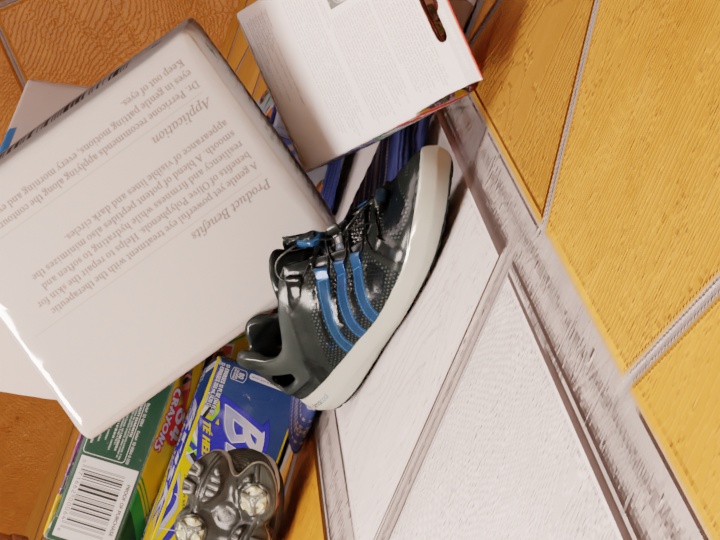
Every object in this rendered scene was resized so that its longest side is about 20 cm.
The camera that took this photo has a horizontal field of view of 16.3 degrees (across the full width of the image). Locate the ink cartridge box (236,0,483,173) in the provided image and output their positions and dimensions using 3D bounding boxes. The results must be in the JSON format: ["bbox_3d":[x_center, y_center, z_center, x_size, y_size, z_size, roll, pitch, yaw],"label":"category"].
[{"bbox_3d":[0.011,-0.138,1.484,0.050,0.109,0.200,-24,1,-35],"label":"ink cartridge box"}]

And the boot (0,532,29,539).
[{"bbox_3d":[-0.223,0.230,1.930,0.077,0.155,0.200,123,166,-54],"label":"boot"}]

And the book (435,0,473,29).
[{"bbox_3d":[-0.007,-0.183,1.673,0.200,0.133,0.048,-170,104,-80],"label":"book"}]

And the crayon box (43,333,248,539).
[{"bbox_3d":[-0.135,0.120,1.758,0.173,0.058,0.201,53,-125,-66],"label":"crayon box"}]

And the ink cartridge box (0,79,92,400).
[{"bbox_3d":[-0.200,-0.017,1.914,0.147,0.144,0.200,-80,-3,-52],"label":"ink cartridge box"}]

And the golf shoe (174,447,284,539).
[{"bbox_3d":[-0.094,0.204,1.538,0.201,0.077,0.088,-65,-11,5],"label":"golf shoe"}]

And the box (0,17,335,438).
[{"bbox_3d":[-0.135,-0.033,1.577,0.199,0.172,0.200,-36,7,3],"label":"box"}]

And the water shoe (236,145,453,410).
[{"bbox_3d":[-0.012,0.003,1.426,0.072,0.079,0.200,-80,14,-50],"label":"water shoe"}]

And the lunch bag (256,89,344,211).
[{"bbox_3d":[-0.067,-0.050,1.922,0.200,0.075,0.161,123,160,-57],"label":"lunch bag"}]

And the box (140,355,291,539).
[{"bbox_3d":[-0.103,0.162,1.660,0.070,0.064,0.201,144,146,-75],"label":"box"}]

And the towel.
[{"bbox_3d":[0.000,0.000,1.576,0.145,0.024,0.200,-83,15,-52],"label":"towel"}]
